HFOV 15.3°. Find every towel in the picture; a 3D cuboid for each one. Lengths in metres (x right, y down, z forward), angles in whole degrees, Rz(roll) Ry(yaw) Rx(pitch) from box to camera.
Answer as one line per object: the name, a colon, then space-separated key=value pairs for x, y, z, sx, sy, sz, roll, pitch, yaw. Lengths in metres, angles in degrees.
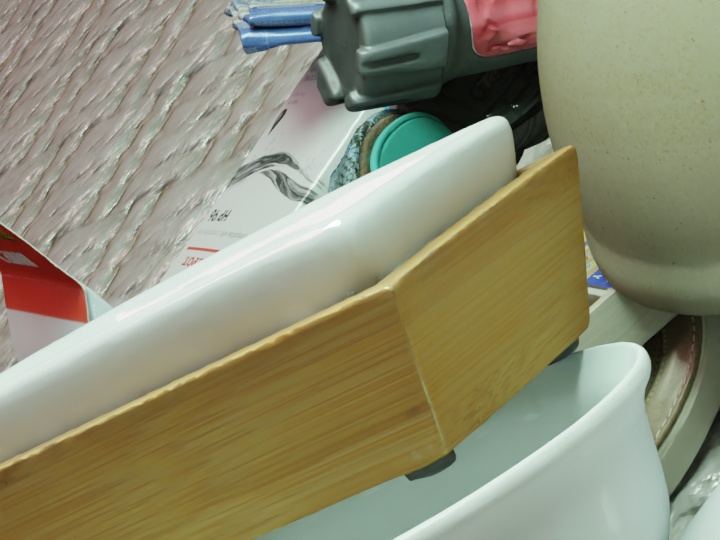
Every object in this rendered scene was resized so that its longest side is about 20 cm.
towel: x=0.005 y=-0.130 z=1.365 sx=0.200 sy=0.146 sz=0.024 roll=-118 pitch=24 yaw=-81

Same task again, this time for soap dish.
soap dish: x=-0.031 y=0.034 z=0.848 sx=0.200 sy=0.081 sz=0.157 roll=-25 pitch=5 yaw=28

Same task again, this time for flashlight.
flashlight: x=0.082 y=-0.114 z=1.079 sx=0.199 sy=0.068 sz=0.068 roll=-13 pitch=13 yaw=-21

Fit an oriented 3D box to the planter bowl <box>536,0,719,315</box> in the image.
planter bowl: x=0.142 y=-0.100 z=0.923 sx=0.200 sy=0.135 sz=0.200 roll=-25 pitch=26 yaw=13

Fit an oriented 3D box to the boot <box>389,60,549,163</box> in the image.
boot: x=0.082 y=-0.089 z=1.183 sx=0.199 sy=0.070 sz=0.132 roll=-25 pitch=-14 yaw=-20

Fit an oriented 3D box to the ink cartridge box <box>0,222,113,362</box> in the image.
ink cartridge box: x=-0.145 y=0.041 z=1.318 sx=0.050 sy=0.200 sz=0.162 roll=-56 pitch=19 yaw=-11

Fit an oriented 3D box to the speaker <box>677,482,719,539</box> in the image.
speaker: x=0.178 y=0.030 z=0.784 sx=0.200 sy=0.081 sz=0.081 roll=-53 pitch=19 yaw=-1

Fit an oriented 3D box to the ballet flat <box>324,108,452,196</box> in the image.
ballet flat: x=0.000 y=0.000 z=1.007 sx=0.074 sy=0.074 sz=0.200 roll=-44 pitch=12 yaw=22

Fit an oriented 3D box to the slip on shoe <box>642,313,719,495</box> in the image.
slip on shoe: x=0.056 y=0.079 z=0.994 sx=0.200 sy=0.061 sz=0.076 roll=-47 pitch=27 yaw=17

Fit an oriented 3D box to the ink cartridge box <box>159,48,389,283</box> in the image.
ink cartridge box: x=-0.028 y=-0.019 z=1.356 sx=0.200 sy=0.068 sz=0.116 roll=-56 pitch=21 yaw=-11

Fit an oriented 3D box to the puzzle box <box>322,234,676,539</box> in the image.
puzzle box: x=0.028 y=0.045 z=0.993 sx=0.200 sy=0.025 sz=0.133 roll=-40 pitch=20 yaw=-18

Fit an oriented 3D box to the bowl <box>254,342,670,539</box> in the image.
bowl: x=0.018 y=0.107 z=0.818 sx=0.201 sy=0.091 sz=0.201 roll=-27 pitch=4 yaw=2
